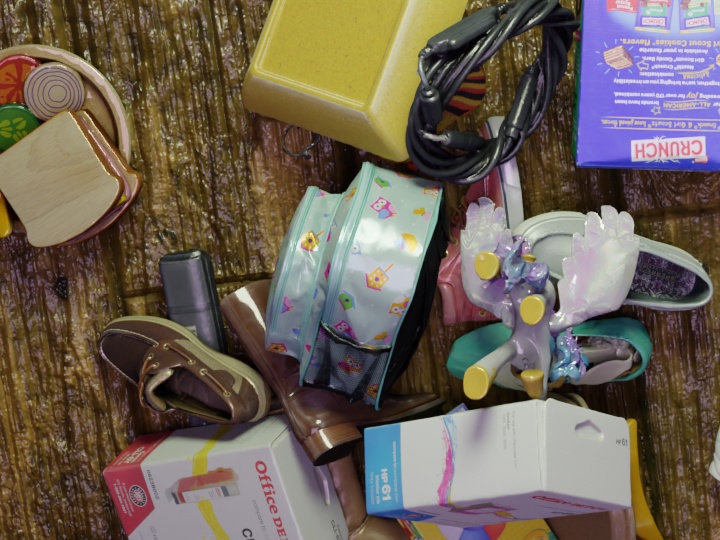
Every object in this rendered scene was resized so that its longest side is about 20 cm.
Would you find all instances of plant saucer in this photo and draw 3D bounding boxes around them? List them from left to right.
[{"bbox_3d":[-0.013,-0.221,1.574,0.200,0.048,0.200,21,93,31],"label":"plant saucer"}]

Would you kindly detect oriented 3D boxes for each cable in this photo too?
[{"bbox_3d":[0.125,-0.163,1.540,0.200,0.051,0.163,-33,135,-27],"label":"cable"}]

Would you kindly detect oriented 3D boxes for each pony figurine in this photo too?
[{"bbox_3d":[0.150,0.030,1.530,0.166,0.200,0.193,4,88,19],"label":"pony figurine"}]

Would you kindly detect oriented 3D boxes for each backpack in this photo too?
[{"bbox_3d":[0.000,0.000,1.592,0.153,0.176,0.200,23,136,-4],"label":"backpack"}]

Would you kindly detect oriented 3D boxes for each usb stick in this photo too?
[{"bbox_3d":[-0.159,0.076,1.727,0.055,0.033,0.200,-7,103,14],"label":"usb stick"}]

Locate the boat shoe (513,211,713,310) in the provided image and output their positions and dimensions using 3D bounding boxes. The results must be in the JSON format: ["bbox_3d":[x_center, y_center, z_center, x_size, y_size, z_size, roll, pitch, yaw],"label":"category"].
[{"bbox_3d":[0.240,-0.006,1.623,0.200,0.072,0.070,12,102,-17],"label":"boat shoe"}]

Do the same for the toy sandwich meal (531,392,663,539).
[{"bbox_3d":[0.225,0.205,1.663,0.070,0.205,0.206,-19,102,-22],"label":"toy sandwich meal"}]

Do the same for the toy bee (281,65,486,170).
[{"bbox_3d":[0.044,-0.147,1.629,0.200,0.109,0.131,-6,61,36],"label":"toy bee"}]

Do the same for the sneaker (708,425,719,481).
[{"bbox_3d":[0.442,0.175,1.673,0.200,0.070,0.080,6,101,5],"label":"sneaker"}]

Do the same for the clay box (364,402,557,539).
[{"bbox_3d":[0.108,0.244,1.688,0.115,0.048,0.200,-34,84,-19],"label":"clay box"}]

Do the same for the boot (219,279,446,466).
[{"bbox_3d":[-0.028,0.080,1.696,0.200,0.186,0.064,57,131,21],"label":"boot"}]

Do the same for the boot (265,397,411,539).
[{"bbox_3d":[-0.007,0.212,1.728,0.175,0.066,0.200,-17,99,9],"label":"boot"}]

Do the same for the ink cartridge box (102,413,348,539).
[{"bbox_3d":[-0.131,0.229,1.701,0.200,0.083,0.145,-12,105,27],"label":"ink cartridge box"}]

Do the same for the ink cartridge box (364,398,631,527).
[{"bbox_3d":[0.123,0.176,1.555,0.200,0.144,0.085,-15,69,39],"label":"ink cartridge box"}]

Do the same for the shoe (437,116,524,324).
[{"bbox_3d":[0.109,-0.044,1.654,0.091,0.071,0.200,-7,107,2],"label":"shoe"}]

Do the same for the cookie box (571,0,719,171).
[{"bbox_3d":[0.283,-0.196,1.600,0.171,0.075,0.200,2,103,5],"label":"cookie box"}]

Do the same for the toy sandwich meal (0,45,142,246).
[{"bbox_3d":[-0.313,-0.116,1.672,0.205,0.070,0.206,1,103,5],"label":"toy sandwich meal"}]

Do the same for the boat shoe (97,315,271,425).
[{"bbox_3d":[-0.185,0.102,1.686,0.200,0.072,0.072,25,117,25],"label":"boat shoe"}]

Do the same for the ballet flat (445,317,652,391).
[{"bbox_3d":[0.183,0.083,1.659,0.200,0.070,0.067,-6,118,-2],"label":"ballet flat"}]
